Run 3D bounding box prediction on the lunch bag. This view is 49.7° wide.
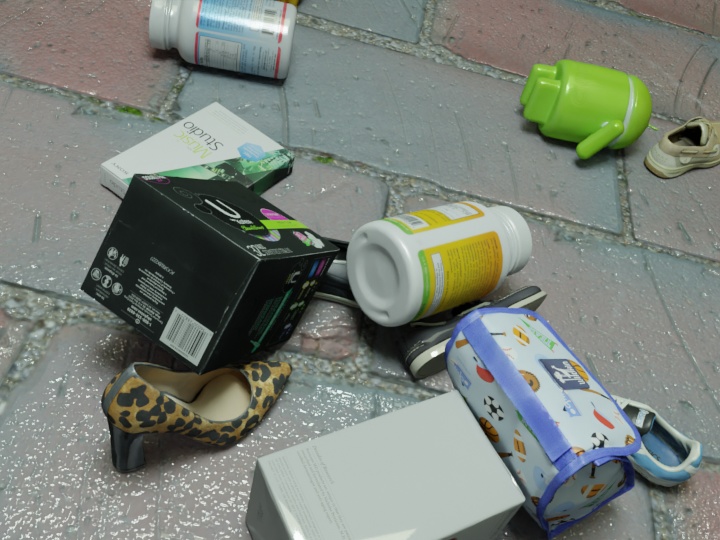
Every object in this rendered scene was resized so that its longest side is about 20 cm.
[{"bbox_3d":[0.164,0.135,0.716,0.124,0.200,0.170,-35,57,2],"label":"lunch bag"}]

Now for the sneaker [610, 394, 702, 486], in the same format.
[{"bbox_3d":[0.266,0.156,0.827,0.200,0.073,0.072,28,50,12],"label":"sneaker"}]

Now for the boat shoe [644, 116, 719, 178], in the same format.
[{"bbox_3d":[0.530,-0.204,1.219,0.200,0.065,0.072,-21,57,-29],"label":"boat shoe"}]

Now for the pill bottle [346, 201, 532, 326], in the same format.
[{"bbox_3d":[0.093,-0.015,0.853,0.200,0.111,0.111,-15,54,-37],"label":"pill bottle"}]

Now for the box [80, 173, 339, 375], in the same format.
[{"bbox_3d":[-0.137,-0.004,0.764,0.148,0.125,0.200,33,14,13],"label":"box"}]

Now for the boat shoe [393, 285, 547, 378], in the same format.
[{"bbox_3d":[0.126,0.052,0.881,0.200,0.073,0.063,-24,62,-26],"label":"boat shoe"}]

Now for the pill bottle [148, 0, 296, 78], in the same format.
[{"bbox_3d":[-0.196,-0.346,1.120,0.199,0.109,0.109,9,48,-7],"label":"pill bottle"}]

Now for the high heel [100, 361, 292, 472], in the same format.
[{"bbox_3d":[-0.137,0.104,0.714,0.200,0.143,0.071,-24,59,-31],"label":"high heel"}]

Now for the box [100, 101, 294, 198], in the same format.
[{"bbox_3d":[-0.200,-0.128,0.975,0.144,0.036,0.200,35,51,16],"label":"box"}]

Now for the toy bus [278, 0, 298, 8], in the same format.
[{"bbox_3d":[-0.176,-0.497,1.260,0.199,0.136,0.192,16,63,2],"label":"toy bus"}]

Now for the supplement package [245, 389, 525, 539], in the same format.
[{"bbox_3d":[0.017,0.209,0.678,0.199,0.121,0.120,-15,54,-25],"label":"supplement package"}]

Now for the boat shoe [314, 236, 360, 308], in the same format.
[{"bbox_3d":[0.000,0.000,0.899,0.199,0.062,0.075,9,46,-9],"label":"boat shoe"}]

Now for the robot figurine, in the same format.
[{"bbox_3d":[0.348,-0.250,1.177,0.199,0.116,0.176,10,39,-6],"label":"robot figurine"}]
